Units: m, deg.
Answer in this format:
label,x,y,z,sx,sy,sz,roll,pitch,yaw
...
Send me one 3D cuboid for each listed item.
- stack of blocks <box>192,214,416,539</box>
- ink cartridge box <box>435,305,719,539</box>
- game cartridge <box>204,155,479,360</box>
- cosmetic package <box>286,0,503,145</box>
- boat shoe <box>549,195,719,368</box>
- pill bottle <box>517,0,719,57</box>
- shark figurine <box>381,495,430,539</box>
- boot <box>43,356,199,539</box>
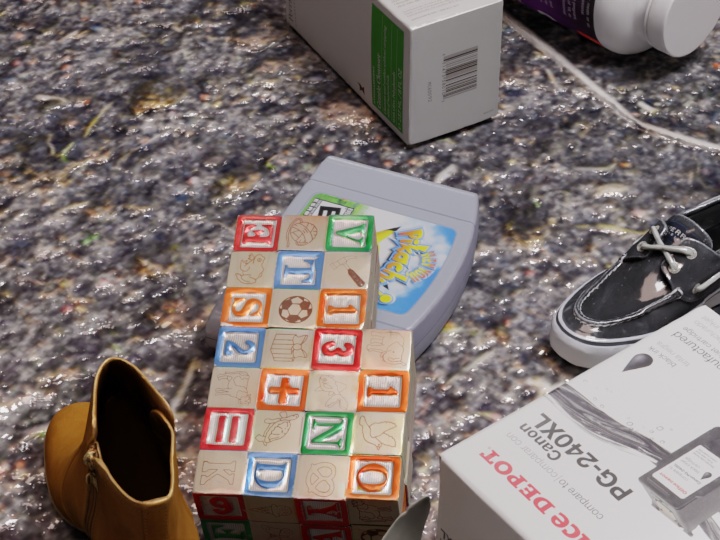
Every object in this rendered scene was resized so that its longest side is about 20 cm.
label,x,y,z,sx,sy,sz,roll,pitch,yaw
stack of blocks,-0.025,0.062,1.032,0.115,0.059,0.200,1,52,6
ink cartridge box,0.159,0.124,0.948,0.200,0.084,0.145,-27,46,-25
game cartridge,0.000,0.000,1.160,0.133,0.041,0.200,18,43,14
cosmetic package,0.022,-0.197,1.339,0.085,0.108,0.200,-21,43,-22
boat shoe,0.204,-0.003,1.139,0.200,0.068,0.072,-24,45,-26
pill bottle,0.187,-0.243,1.391,0.112,0.113,0.200,-30,49,-31
shark figurine,0.014,0.153,0.846,0.128,0.090,0.214,33,4,14
boot,-0.130,0.097,0.958,0.071,0.144,0.201,-14,42,-18
